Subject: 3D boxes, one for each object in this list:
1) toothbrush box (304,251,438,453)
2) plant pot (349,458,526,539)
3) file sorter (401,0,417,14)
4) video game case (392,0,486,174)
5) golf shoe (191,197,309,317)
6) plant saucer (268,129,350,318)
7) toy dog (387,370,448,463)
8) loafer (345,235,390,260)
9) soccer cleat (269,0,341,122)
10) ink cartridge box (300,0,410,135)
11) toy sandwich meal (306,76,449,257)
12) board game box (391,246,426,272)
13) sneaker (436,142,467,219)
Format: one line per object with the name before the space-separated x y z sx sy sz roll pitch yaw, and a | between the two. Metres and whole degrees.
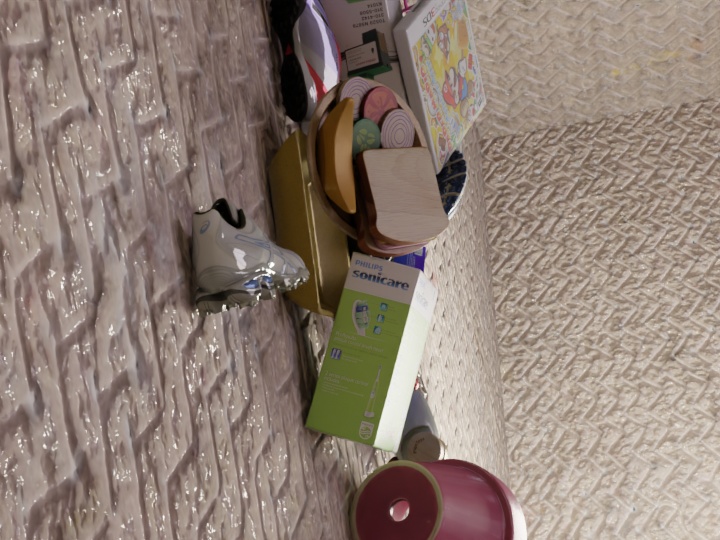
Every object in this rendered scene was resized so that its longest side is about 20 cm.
toothbrush box | 0.017 0.097 1.465 0.146 0.085 0.203 39 66 -75
plant pot | 0.082 0.319 1.586 0.179 0.198 0.202 37 42 -52
file sorter | 0.041 -0.306 1.764 0.200 0.124 0.140 42 -26 52
video game case | 0.104 -0.255 1.632 0.182 0.023 0.202 -55 140 -45
golf shoe | -0.100 -0.020 1.158 0.200 0.077 0.098 -25 99 -80
plant saucer | -0.057 -0.041 1.462 0.200 0.048 0.203 26 55 -77
toy dog | 0.052 0.204 1.802 0.132 0.095 0.201 63 6 -51
loafer | 0.000 0.000 1.622 0.071 0.067 0.202 50 -31 35
soccer cleat | -0.059 -0.276 1.528 0.072 0.068 0.203 -6 90 -36
ink cartridge box | -0.018 -0.278 1.598 0.084 0.144 0.202 -59 138 -67
toy sandwich meal | 0.024 -0.117 1.421 0.203 0.070 0.208 7 80 -41
board game box | 0.043 0.076 1.726 0.201 0.044 0.135 -82 -172 -49
sneaker | 0.113 -0.124 1.712 0.086 0.076 0.202 69 20 -43
